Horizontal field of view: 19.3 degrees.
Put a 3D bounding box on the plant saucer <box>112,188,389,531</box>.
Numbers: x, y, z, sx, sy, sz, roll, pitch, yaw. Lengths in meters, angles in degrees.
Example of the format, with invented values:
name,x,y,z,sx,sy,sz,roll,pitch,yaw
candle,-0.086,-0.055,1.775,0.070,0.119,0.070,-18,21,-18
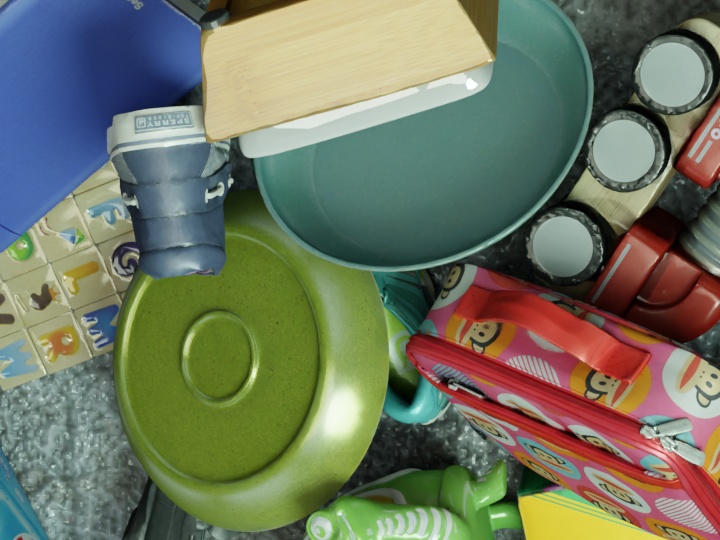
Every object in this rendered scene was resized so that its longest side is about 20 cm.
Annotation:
name,x,y,z,sx,sy,sz,roll,pitch,yaw
plant saucer,-0.074,0.051,1.228,0.200,0.031,0.200,-4,83,34

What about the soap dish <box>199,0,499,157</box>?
name,x,y,z,sx,sy,sz,roll,pitch,yaw
soap dish,-0.005,-0.152,1.146,0.157,0.200,0.081,-15,121,14

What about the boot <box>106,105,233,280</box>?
name,x,y,z,sx,sy,sz,roll,pitch,yaw
boot,-0.107,-0.040,1.190,0.073,0.200,0.090,-6,91,0

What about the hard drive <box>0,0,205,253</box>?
name,x,y,z,sx,sy,sz,roll,pitch,yaw
hard drive,-0.189,-0.102,1.239,0.200,0.025,0.132,-39,136,17

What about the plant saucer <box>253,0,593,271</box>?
name,x,y,z,sx,sy,sz,roll,pitch,yaw
plant saucer,0.038,-0.078,1.196,0.200,0.200,0.036,-16,145,14

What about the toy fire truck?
name,x,y,z,sx,sy,sz,roll,pitch,yaw
toy fire truck,0.221,-0.027,1.197,0.200,0.129,0.176,35,109,10

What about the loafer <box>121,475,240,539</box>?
name,x,y,z,sx,sy,sz,roll,pitch,yaw
loafer,-0.101,0.138,1.319,0.070,0.068,0.201,19,113,-5

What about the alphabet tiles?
name,x,y,z,sx,sy,sz,roll,pitch,yaw
alphabet tiles,-0.200,-0.020,1.320,0.200,0.006,0.167,-20,101,15

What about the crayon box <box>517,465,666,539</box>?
name,x,y,z,sx,sy,sz,roll,pitch,yaw
crayon box,0.173,0.209,1.291,0.119,0.058,0.200,-10,104,12

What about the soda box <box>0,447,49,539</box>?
name,x,y,z,sx,sy,sz,roll,pitch,yaw
soda box,-0.233,0.201,1.359,0.068,0.064,0.200,-23,101,15

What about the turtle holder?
name,x,y,z,sx,sy,sz,roll,pitch,yaw
turtle holder,0.027,0.188,1.246,0.132,0.186,0.141,-6,92,10

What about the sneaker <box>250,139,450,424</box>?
name,x,y,z,sx,sy,sz,roll,pitch,yaw
sneaker,0.000,0.000,1.251,0.077,0.080,0.200,-29,94,16

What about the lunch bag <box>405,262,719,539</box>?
name,x,y,z,sx,sy,sz,roll,pitch,yaw
lunch bag,0.128,0.068,1.170,0.200,0.176,0.082,22,73,38
